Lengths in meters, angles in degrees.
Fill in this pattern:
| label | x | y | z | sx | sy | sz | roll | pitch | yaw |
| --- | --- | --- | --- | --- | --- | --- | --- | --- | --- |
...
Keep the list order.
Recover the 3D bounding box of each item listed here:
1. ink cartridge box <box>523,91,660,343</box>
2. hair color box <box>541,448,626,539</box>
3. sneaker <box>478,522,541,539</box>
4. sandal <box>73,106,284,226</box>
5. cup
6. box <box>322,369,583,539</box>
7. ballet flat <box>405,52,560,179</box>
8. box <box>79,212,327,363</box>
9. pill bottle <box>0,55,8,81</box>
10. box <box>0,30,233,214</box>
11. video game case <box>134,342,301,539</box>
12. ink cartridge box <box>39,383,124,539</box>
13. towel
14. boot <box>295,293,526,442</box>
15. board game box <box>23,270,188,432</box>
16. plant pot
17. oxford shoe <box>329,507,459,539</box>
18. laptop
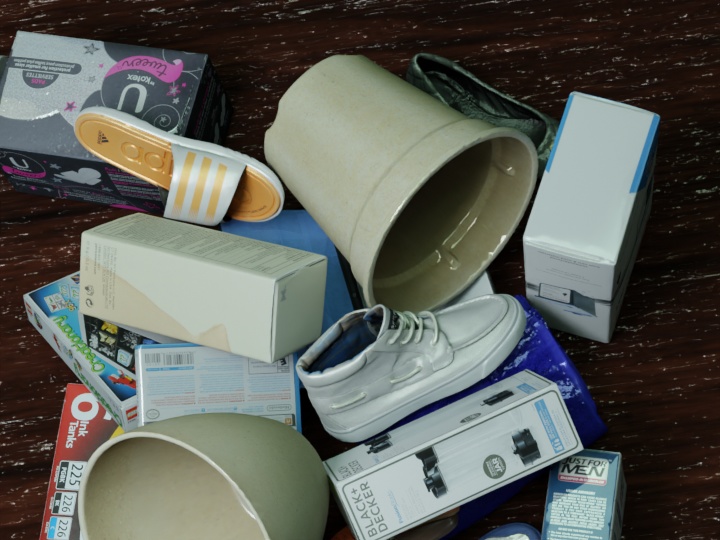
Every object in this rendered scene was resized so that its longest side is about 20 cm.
| label | x | y | z | sx | sy | sz | roll | pitch | yaw |
| --- | --- | --- | --- | --- | --- | --- | --- | --- | --- |
| ink cartridge box | 0.201 | -0.042 | 1.590 | 0.086 | 0.200 | 0.147 | 15 | 71 | 13 |
| hair color box | 0.181 | 0.258 | 1.524 | 0.060 | 0.100 | 0.200 | 6 | 68 | 13 |
| sneaker | 0.078 | 0.284 | 1.537 | 0.200 | 0.088 | 0.075 | -40 | 66 | -9 |
| sandal | -0.170 | -0.080 | 1.624 | 0.206 | 0.079 | 0.059 | 20 | 48 | 7 |
| cup | -0.105 | 0.194 | 1.465 | 0.200 | 0.200 | 0.143 | 34 | 36 | 20 |
| box | 0.073 | 0.154 | 1.509 | 0.200 | 0.117 | 0.060 | -24 | 96 | -4 |
| ballet flat | 0.125 | -0.143 | 1.722 | 0.200 | 0.057 | 0.066 | 29 | 76 | 19 |
| box | -0.137 | 0.012 | 1.579 | 0.200 | 0.095 | 0.078 | 14 | 109 | 27 |
| pill bottle | -0.444 | -0.163 | 1.796 | 0.200 | 0.109 | 0.109 | -5 | 67 | 8 |
| box | -0.242 | -0.142 | 1.751 | 0.200 | 0.115 | 0.132 | 9 | 70 | 12 |
| video game case | -0.119 | 0.161 | 1.559 | 0.143 | 0.018 | 0.200 | -1 | 85 | -21 |
| ink cartridge box | -0.184 | 0.211 | 1.613 | 0.175 | 0.084 | 0.200 | 3 | 68 | 9 |
| towel | 0.102 | 0.133 | 1.591 | 0.200 | 0.050 | 0.148 | -34 | 89 | -3 |
| boot | 0.043 | 0.062 | 1.536 | 0.200 | 0.096 | 0.074 | -33 | 43 | -5 |
| board game box | -0.206 | 0.057 | 1.648 | 0.126 | 0.035 | 0.200 | -25 | 42 | -23 |
| plant pot | 0.022 | -0.089 | 1.595 | 0.200 | 0.200 | 0.183 | -43 | 61 | -9 |
| oxford shoe | 0.001 | 0.256 | 1.541 | 0.200 | 0.071 | 0.073 | -26 | 95 | -3 |
| laptop | 0.000 | 0.000 | 1.647 | 0.200 | 0.116 | 0.187 | -25 | 65 | 18 |
